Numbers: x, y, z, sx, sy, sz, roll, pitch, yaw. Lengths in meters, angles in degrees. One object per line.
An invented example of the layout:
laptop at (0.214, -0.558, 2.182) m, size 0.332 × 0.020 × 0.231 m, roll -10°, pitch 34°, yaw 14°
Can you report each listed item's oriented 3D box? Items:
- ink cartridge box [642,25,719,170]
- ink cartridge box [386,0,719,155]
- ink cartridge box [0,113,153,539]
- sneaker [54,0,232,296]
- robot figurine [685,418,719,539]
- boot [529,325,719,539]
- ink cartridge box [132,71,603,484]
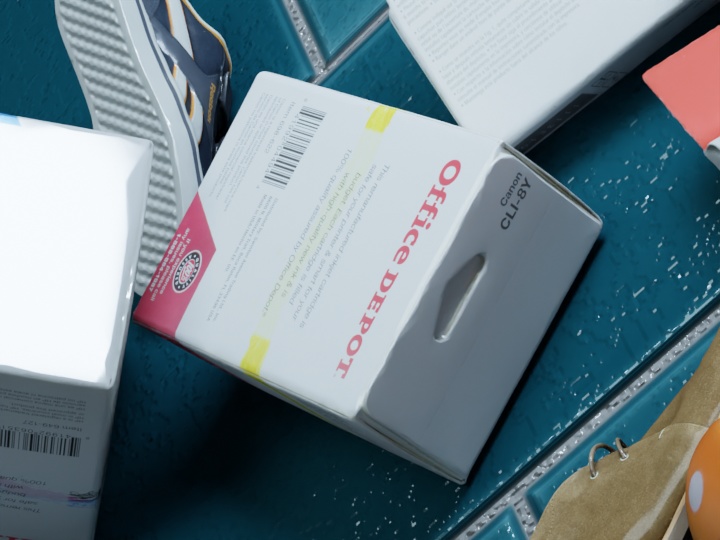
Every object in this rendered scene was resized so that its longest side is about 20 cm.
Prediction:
ink cartridge box at (0.216, -0.086, 1.077) m, size 0.162 × 0.057 × 0.200 m, roll -32°, pitch 44°, yaw 0°
ink cartridge box at (0.093, -0.179, 1.244) m, size 0.200 × 0.043 × 0.174 m, roll -38°, pitch 75°, yaw 22°
ink cartridge box at (-0.191, 0.035, 1.313) m, size 0.200 × 0.146 × 0.145 m, roll 108°, pitch 170°, yaw -57°
sneaker at (-0.105, -0.081, 1.442) m, size 0.078 × 0.079 × 0.201 m, roll -26°, pitch 71°, yaw 41°
robot figurine at (0.201, 0.063, 0.965) m, size 0.200 × 0.116 × 0.144 m, roll -48°, pitch 38°, yaw 11°
boot at (0.120, 0.082, 1.062) m, size 0.075 × 0.074 × 0.201 m, roll 21°, pitch 80°, yaw 27°
ink cartridge box at (0.000, 0.000, 1.254) m, size 0.200 × 0.083 × 0.146 m, roll 22°, pitch 81°, yaw 52°
